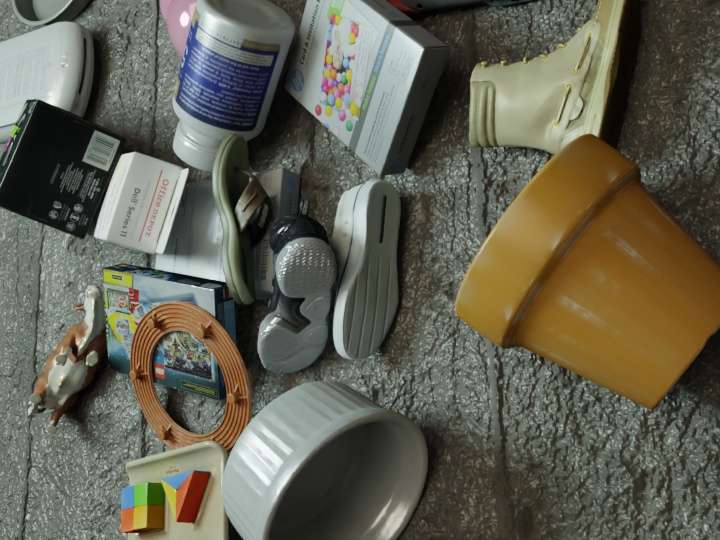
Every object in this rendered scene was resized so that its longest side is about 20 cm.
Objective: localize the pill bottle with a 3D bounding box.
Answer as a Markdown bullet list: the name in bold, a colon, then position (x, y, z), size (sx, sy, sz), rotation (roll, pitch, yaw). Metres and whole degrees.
- **pill bottle**: position (-0.163, -0.226, 1.095), size (0.120, 0.120, 0.200), rotation (46, 128, 33)

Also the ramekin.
- **ramekin**: position (-0.038, 0.206, 0.883), size (0.098, 0.200, 0.201), rotation (31, 95, 43)

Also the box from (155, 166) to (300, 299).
- **box**: position (-0.171, -0.039, 1.127), size (0.200, 0.041, 0.156), rotation (-5, 75, 32)

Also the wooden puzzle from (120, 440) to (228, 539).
- **wooden puzzle**: position (-0.226, 0.312, 1.052), size (0.185, 0.046, 0.200), rotation (-21, 67, 37)

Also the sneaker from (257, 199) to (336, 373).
- **sneaker**: position (-0.072, 0.018, 1.010), size (0.114, 0.075, 0.200), rotation (-98, 19, -48)

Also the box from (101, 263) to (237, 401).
- **box**: position (-0.237, 0.072, 1.112), size (0.200, 0.038, 0.137), rotation (9, 107, 34)

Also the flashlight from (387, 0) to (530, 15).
- **flashlight**: position (0.094, -0.327, 1.012), size (0.200, 0.068, 0.068), rotation (-1, 82, 35)

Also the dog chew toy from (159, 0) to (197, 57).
- **dog chew toy**: position (-0.209, -0.351, 1.191), size (0.125, 0.124, 0.200), rotation (-47, 50, 14)

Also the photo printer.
- **photo printer**: position (-0.493, -0.290, 1.389), size (0.200, 0.069, 0.167), rotation (-7, 73, 31)

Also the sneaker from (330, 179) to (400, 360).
- **sneaker**: position (0.000, 0.000, 0.996), size (0.071, 0.073, 0.200), rotation (-5, 72, 56)

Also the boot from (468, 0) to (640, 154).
- **boot**: position (0.194, -0.213, 0.911), size (0.155, 0.073, 0.201), rotation (11, 89, 32)

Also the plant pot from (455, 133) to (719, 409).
- **plant pot**: position (0.215, 0.015, 0.780), size (0.183, 0.200, 0.200), rotation (39, 100, 18)

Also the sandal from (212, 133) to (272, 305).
- **sandal**: position (-0.129, -0.060, 1.043), size (0.057, 0.080, 0.201), rotation (-10, 78, 13)

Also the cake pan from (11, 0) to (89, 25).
- **cake pan**: position (-0.487, -0.484, 1.456), size (0.200, 0.037, 0.201), rotation (-9, 73, 32)

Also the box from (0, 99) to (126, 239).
- **box**: position (-0.416, -0.142, 1.221), size (0.200, 0.124, 0.149), rotation (21, 88, 64)

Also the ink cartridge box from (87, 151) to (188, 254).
- **ink cartridge box**: position (-0.287, -0.086, 1.148), size (0.200, 0.067, 0.117), rotation (9, 81, 64)

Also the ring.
- **ring**: position (-0.210, 0.136, 1.072), size (0.200, 0.019, 0.201), rotation (11, 109, 34)

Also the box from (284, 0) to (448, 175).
- **box**: position (0.000, -0.227, 1.017), size (0.200, 0.041, 0.156), rotation (47, 132, 34)

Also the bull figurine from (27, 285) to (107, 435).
- **bull figurine**: position (-0.381, 0.119, 1.196), size (0.200, 0.065, 0.121), rotation (-62, 12, 14)
